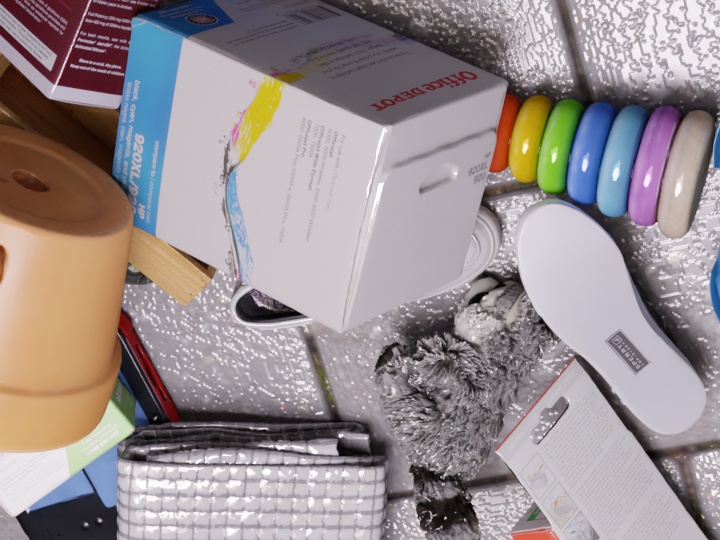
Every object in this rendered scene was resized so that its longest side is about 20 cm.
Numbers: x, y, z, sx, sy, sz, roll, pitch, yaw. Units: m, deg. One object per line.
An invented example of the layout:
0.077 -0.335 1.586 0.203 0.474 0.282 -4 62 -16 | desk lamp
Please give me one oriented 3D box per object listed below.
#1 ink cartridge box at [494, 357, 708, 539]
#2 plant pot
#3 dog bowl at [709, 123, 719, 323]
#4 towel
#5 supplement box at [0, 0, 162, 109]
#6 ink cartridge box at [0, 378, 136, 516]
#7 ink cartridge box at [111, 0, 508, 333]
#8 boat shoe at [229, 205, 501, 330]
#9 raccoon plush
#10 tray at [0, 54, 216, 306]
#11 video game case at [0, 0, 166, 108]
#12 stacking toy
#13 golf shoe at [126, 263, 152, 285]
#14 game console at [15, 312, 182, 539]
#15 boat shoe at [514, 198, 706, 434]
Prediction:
0.166 0.174 1.294 0.200 0.109 0.050 54 145 -12 | ink cartridge box
-0.230 0.000 1.156 0.199 0.200 0.140 28 113 1 | plant pot
0.289 -0.039 1.206 0.111 0.050 0.201 2 113 13 | dog bowl
-0.081 0.197 1.364 0.199 0.086 0.166 0 106 -6 | towel
-0.166 -0.218 1.162 0.109 0.061 0.201 42 116 37 | supplement box
-0.267 0.063 1.322 0.117 0.067 0.200 -35 106 6 | ink cartridge box
-0.035 -0.078 1.179 0.199 0.147 0.145 26 119 27 | ink cartridge box
0.000 0.000 1.283 0.199 0.069 0.072 -7 111 17 | boat shoe
0.098 0.103 1.275 0.134 0.097 0.201 -20 85 21 | raccoon plush
-0.178 -0.071 1.262 0.200 0.099 0.037 41 119 -15 | tray
-0.253 -0.213 1.277 0.182 0.023 0.200 -40 99 25 | video game case
0.130 -0.085 1.217 0.199 0.085 0.086 15 116 15 | stacking toy
-0.231 -0.050 1.325 0.199 0.077 0.088 29 160 -16 | golf shoe
-0.220 0.130 1.416 0.176 0.031 0.201 -20 107 21 | game console
0.165 0.029 1.245 0.069 0.057 0.200 -34 112 8 | boat shoe
